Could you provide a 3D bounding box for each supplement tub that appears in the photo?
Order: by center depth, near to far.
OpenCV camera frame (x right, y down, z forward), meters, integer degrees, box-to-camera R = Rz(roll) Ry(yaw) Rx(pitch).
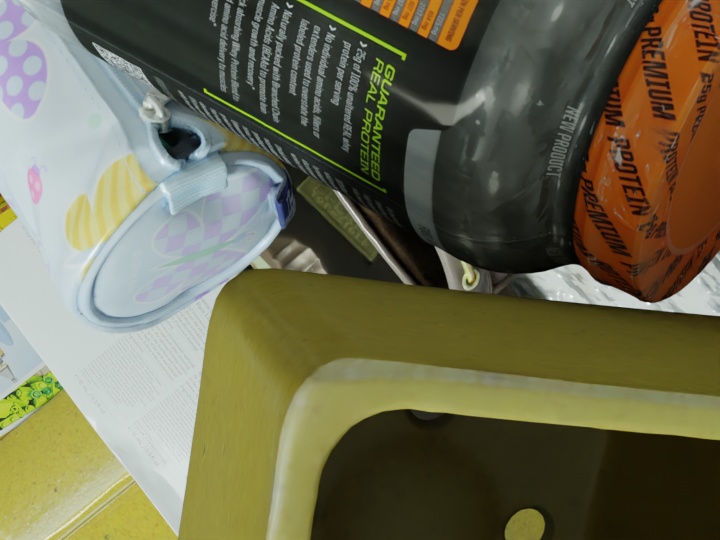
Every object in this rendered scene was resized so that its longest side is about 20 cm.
[{"bbox_3d":[0.013,-0.079,0.597,0.199,0.123,0.123,30,155,21],"label":"supplement tub"}]

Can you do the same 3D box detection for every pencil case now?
[{"bbox_3d":[-0.106,-0.074,0.765,0.200,0.083,0.091,52,169,26],"label":"pencil case"}]

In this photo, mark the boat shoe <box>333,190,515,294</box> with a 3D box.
[{"bbox_3d":[-0.011,-0.071,0.728,0.200,0.060,0.072,49,156,-21],"label":"boat shoe"}]

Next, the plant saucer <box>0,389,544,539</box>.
[{"bbox_3d":[-0.039,0.112,0.943,0.200,0.200,0.049,46,-162,-17],"label":"plant saucer"}]

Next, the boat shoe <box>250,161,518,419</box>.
[{"bbox_3d":[0.000,0.000,0.848,0.200,0.072,0.076,52,169,-10],"label":"boat shoe"}]

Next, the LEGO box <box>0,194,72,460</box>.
[{"bbox_3d":[-0.161,0.038,0.978,0.149,0.199,0.077,53,-166,-29],"label":"LEGO box"}]

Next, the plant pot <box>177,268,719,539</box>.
[{"bbox_3d":[0.040,0.094,0.559,0.194,0.196,0.200,6,-167,-17],"label":"plant pot"}]

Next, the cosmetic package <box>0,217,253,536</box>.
[{"bbox_3d":[-0.050,0.048,0.861,0.200,0.082,0.051,53,-165,2],"label":"cosmetic package"}]
